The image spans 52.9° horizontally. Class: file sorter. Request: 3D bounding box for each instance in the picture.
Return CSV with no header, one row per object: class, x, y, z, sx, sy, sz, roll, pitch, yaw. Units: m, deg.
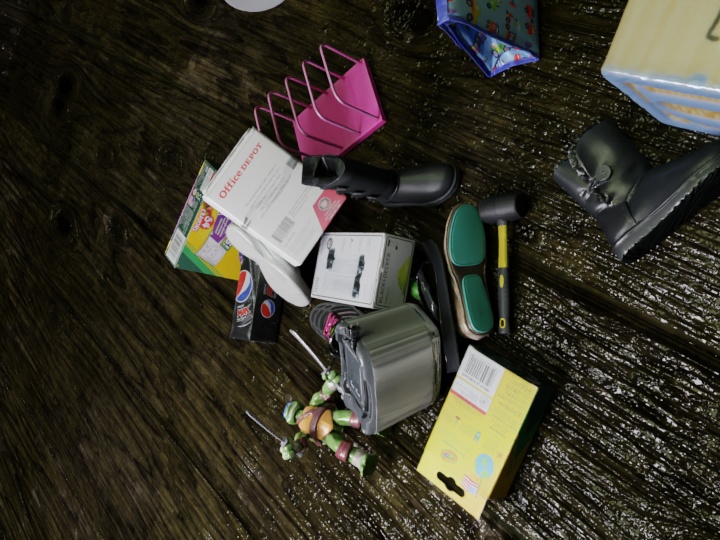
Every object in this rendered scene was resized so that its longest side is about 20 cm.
file sorter,-0.080,-0.283,1.289,0.199,0.125,0.140,-33,61,34

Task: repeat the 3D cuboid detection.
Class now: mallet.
mallet,0.197,-0.012,1.036,0.065,0.041,0.202,4,88,43

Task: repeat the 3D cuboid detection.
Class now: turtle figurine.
turtle figurine,-0.062,0.234,1.136,0.192,0.144,0.202,15,130,28

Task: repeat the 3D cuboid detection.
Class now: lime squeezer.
lime squeezer,0.077,0.043,1.145,0.199,0.038,0.071,21,128,43

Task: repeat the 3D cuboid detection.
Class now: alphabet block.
alphabet block,0.410,-0.261,0.772,0.195,0.195,0.202,28,101,41

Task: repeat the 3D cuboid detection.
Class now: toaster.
toaster,0.040,0.132,1.049,0.114,0.128,0.202,47,149,50

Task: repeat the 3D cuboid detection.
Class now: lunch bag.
lunch bag,0.166,-0.390,1.026,0.093,0.199,0.152,-10,74,41

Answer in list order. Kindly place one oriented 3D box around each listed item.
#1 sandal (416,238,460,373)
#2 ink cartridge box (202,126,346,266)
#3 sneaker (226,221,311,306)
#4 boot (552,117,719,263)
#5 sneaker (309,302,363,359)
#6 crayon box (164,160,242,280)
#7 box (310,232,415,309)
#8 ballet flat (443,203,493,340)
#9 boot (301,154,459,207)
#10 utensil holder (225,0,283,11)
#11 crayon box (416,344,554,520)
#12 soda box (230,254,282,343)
sandal,0.109,0.048,1.055,0.042,0.076,0.202,-9,73,4
ink cartridge box,-0.147,-0.122,1.227,0.146,0.199,0.085,-54,8,-6
sneaker,-0.145,-0.029,1.304,0.200,0.089,0.075,49,145,-10
boot,0.345,-0.132,0.888,0.200,0.076,0.169,-48,56,33
sneaker,-0.029,0.101,1.188,0.199,0.087,0.074,29,101,43
crayon box,-0.253,-0.089,1.381,0.058,0.172,0.201,41,110,43
box,0.000,0.000,1.169,0.199,0.060,0.118,3,83,58
ballet flat,0.149,0.004,1.059,0.067,0.067,0.202,138,132,-67
boot,0.031,-0.145,1.103,0.164,0.199,0.066,-13,73,41
utensil holder,-0.228,-0.663,1.484,0.169,0.169,0.202,-30,65,35
crayon box,0.169,0.221,1.002,0.127,0.051,0.202,31,103,42
soda box,-0.188,0.034,1.364,0.063,0.070,0.202,3,83,44
